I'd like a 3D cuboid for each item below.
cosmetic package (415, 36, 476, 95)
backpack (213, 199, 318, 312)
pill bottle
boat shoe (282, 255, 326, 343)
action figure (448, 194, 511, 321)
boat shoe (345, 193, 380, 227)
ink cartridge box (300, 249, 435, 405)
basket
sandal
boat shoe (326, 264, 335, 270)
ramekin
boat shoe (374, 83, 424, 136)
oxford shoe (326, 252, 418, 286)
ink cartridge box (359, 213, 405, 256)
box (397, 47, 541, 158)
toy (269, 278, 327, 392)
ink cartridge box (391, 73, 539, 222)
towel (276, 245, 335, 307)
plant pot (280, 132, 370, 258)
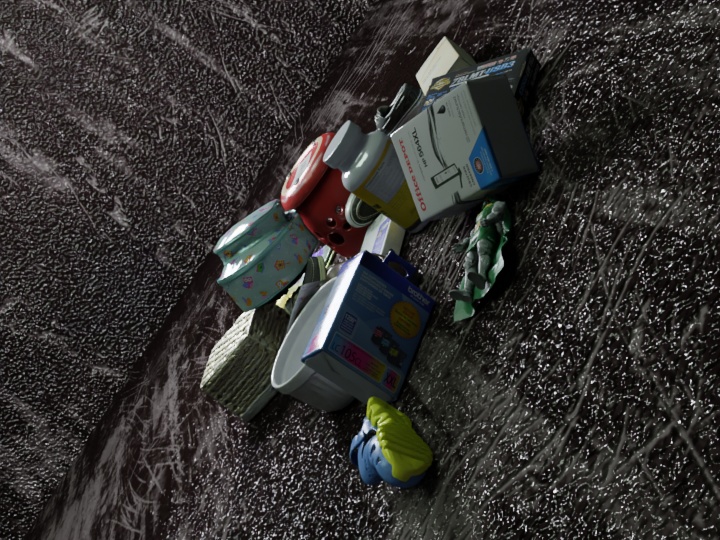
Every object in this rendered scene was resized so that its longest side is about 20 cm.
[{"bbox_3d":[0.171,-0.371,1.938,0.104,0.073,0.201,-52,17,16],"label":"cosmetic package"},{"bbox_3d":[-0.179,-0.023,1.858,0.175,0.154,0.201,-32,22,18],"label":"backpack"},{"bbox_3d":[0.040,-0.159,1.684,0.112,0.199,0.112,-51,15,20],"label":"pill bottle"},{"bbox_3d":[-0.103,0.070,1.791,0.072,0.065,0.204,-119,36,-64],"label":"boat shoe"},{"bbox_3d":[0.164,-0.037,1.355,0.118,0.054,0.201,-48,14,40],"label":"action figure"},{"bbox_3d":[0.052,-0.157,1.841,0.200,0.071,0.064,-47,18,-12],"label":"boat shoe"},{"bbox_3d":[0.017,0.070,1.426,0.076,0.136,0.202,-31,30,53],"label":"ink cartridge box"},{"bbox_3d":[-0.202,0.165,1.932,0.200,0.123,0.136,-46,20,32],"label":"basket"},{"bbox_3d":[0.031,0.224,1.216,0.088,0.079,0.200,-59,7,4],"label":"sandal"},{"bbox_3d":[-0.044,0.018,1.838,0.071,0.069,0.200,-55,16,2],"label":"boat shoe"},{"bbox_3d":[-0.042,0.121,1.568,0.201,0.104,0.201,-50,17,21],"label":"ramekin"},{"bbox_3d":[0.065,-0.330,2.180,0.200,0.070,0.073,-46,19,36],"label":"boat shoe"},{"bbox_3d":[0.000,0.000,1.613,0.199,0.084,0.074,-6,67,52],"label":"oxford shoe"},{"bbox_3d":[0.032,-0.029,1.758,0.099,0.039,0.201,-43,20,42],"label":"ink cartridge box"},{"bbox_3d":[0.175,-0.252,1.616,0.198,0.050,0.200,-10,43,38],"label":"box"},{"bbox_3d":[-0.083,0.114,1.708,0.115,0.047,0.202,-16,-48,-59],"label":"toy"},{"bbox_3d":[0.146,-0.171,1.454,0.083,0.148,0.199,-16,-7,-34],"label":"ink cartridge box"},{"bbox_3d":[-0.119,0.019,2.151,0.199,0.023,0.145,-27,33,62],"label":"towel"},{"bbox_3d":[-0.041,-0.156,1.970,0.201,0.182,0.201,-48,19,22],"label":"plant pot"}]
